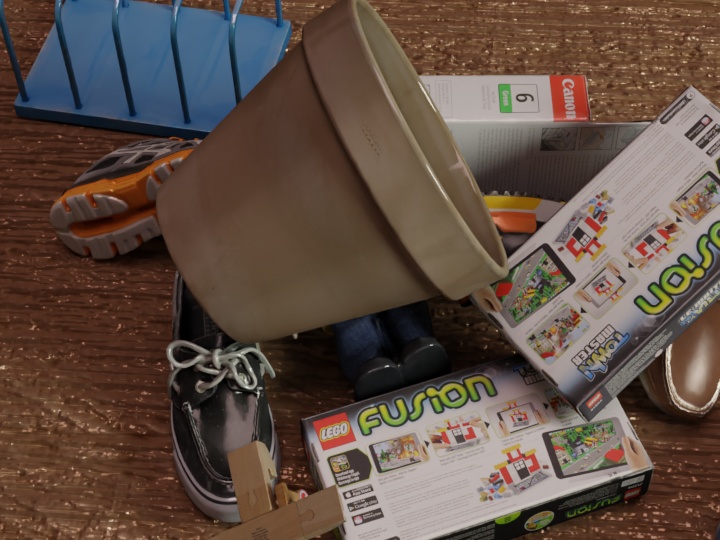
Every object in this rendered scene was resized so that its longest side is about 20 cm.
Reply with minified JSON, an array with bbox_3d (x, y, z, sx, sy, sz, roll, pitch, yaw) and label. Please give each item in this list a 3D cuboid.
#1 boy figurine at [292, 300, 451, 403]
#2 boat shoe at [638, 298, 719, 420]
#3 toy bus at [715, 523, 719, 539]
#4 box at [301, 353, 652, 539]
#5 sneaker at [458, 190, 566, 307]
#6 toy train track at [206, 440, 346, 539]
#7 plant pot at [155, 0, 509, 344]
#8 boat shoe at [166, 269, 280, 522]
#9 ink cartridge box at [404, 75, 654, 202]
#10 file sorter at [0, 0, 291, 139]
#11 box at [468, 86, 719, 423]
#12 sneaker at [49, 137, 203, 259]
[{"bbox_3d":[0.000,0.000,0.970,0.123,0.065,0.201,-21,56,-3],"label":"boy figurine"},{"bbox_3d":[0.232,-0.001,0.914,0.075,0.072,0.202,12,82,-18],"label":"boat shoe"},{"bbox_3d":[0.280,0.148,0.812,0.198,0.136,0.193,-15,39,-7],"label":"toy bus"},{"bbox_3d":[0.072,0.119,0.882,0.198,0.035,0.111,-16,53,-10],"label":"box"},{"bbox_3d":[0.158,-0.001,0.976,0.198,0.070,0.091,7,86,-9],"label":"sneaker"},{"bbox_3d":[-0.043,0.201,0.821,0.114,0.032,0.201,-25,62,20],"label":"toy train track"},{"bbox_3d":[-0.027,-0.044,0.867,0.173,0.200,0.201,-29,52,11],"label":"plant pot"},{"bbox_3d":[-0.093,0.067,0.916,0.073,0.068,0.200,-4,52,-1],"label":"boat shoe"},{"bbox_3d":[0.127,-0.088,1.007,0.198,0.109,0.051,-1,51,1],"label":"ink cartridge box"},{"bbox_3d":[-0.169,-0.200,1.097,0.198,0.123,0.140,9,53,8],"label":"file sorter"},{"bbox_3d":[0.177,-0.012,0.878,0.200,0.035,0.110,-43,59,1],"label":"box"},{"bbox_3d":[-0.130,-0.067,0.999,0.198,0.079,0.077,-6,37,20],"label":"sneaker"}]
